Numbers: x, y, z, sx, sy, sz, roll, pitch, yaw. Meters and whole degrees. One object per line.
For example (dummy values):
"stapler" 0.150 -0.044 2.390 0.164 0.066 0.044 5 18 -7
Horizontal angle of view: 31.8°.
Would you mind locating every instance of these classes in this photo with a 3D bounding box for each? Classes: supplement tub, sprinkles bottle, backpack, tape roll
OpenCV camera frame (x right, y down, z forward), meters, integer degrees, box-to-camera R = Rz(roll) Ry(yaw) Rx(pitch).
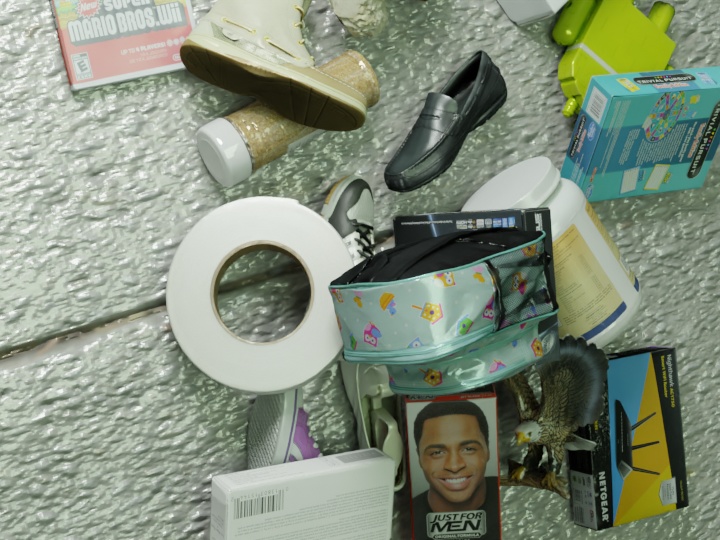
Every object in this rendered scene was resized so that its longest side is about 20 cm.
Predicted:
"supplement tub" 0.215 -0.014 1.442 0.144 0.144 0.201 -42 108 -19
"sprinkles bottle" -0.075 -0.162 1.336 0.199 0.068 0.069 -32 105 -23
"backpack" 0.074 0.041 1.233 0.199 0.175 0.155 -8 94 -39
"tape roll" -0.099 0.025 1.296 0.201 0.037 0.205 0 80 1

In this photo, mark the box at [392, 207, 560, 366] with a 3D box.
"box" 0.122 0.016 1.364 0.043 0.199 0.162 -8 96 -41

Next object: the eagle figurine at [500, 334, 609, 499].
"eagle figurine" 0.200 0.153 1.428 0.150 0.151 0.202 -4 99 -6

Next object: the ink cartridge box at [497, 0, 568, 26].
"ink cartridge box" 0.227 -0.406 1.471 0.200 0.083 0.146 -45 109 -19

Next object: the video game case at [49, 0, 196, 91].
"video game case" -0.246 -0.293 1.275 0.142 0.017 0.202 -16 98 -25

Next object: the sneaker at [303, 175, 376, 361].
"sneaker" 0.000 0.000 1.356 0.075 0.087 0.202 7 90 -50

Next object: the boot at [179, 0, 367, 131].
"boot" -0.066 -0.239 1.297 0.198 0.072 0.156 22 61 1

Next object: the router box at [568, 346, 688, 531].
"router box" 0.325 0.202 1.552 0.148 0.051 0.202 -8 95 -28

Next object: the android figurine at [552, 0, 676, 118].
"android figurine" 0.310 -0.257 1.540 0.181 0.041 0.201 33 77 -24

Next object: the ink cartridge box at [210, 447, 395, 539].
"ink cartridge box" -0.059 0.287 1.309 0.198 0.045 0.178 -5 104 -32

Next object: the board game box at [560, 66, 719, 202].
"board game box" 0.345 -0.163 1.514 0.198 0.047 0.152 -8 132 -27

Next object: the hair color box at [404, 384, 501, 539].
"hair color box" 0.102 0.222 1.393 0.100 0.061 0.202 -4 108 2

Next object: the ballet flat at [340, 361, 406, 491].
"ballet flat" 0.023 0.150 1.394 0.069 0.069 0.202 -9 95 -26

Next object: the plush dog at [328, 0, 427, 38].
"plush dog" 0.038 -0.371 1.349 0.172 0.159 0.201 -42 112 -57

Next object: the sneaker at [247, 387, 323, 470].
"sneaker" -0.060 0.203 1.356 0.113 0.072 0.203 0 102 -30

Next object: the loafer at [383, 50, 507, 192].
"loafer" 0.089 -0.167 1.412 0.201 0.068 0.071 -48 128 -25
